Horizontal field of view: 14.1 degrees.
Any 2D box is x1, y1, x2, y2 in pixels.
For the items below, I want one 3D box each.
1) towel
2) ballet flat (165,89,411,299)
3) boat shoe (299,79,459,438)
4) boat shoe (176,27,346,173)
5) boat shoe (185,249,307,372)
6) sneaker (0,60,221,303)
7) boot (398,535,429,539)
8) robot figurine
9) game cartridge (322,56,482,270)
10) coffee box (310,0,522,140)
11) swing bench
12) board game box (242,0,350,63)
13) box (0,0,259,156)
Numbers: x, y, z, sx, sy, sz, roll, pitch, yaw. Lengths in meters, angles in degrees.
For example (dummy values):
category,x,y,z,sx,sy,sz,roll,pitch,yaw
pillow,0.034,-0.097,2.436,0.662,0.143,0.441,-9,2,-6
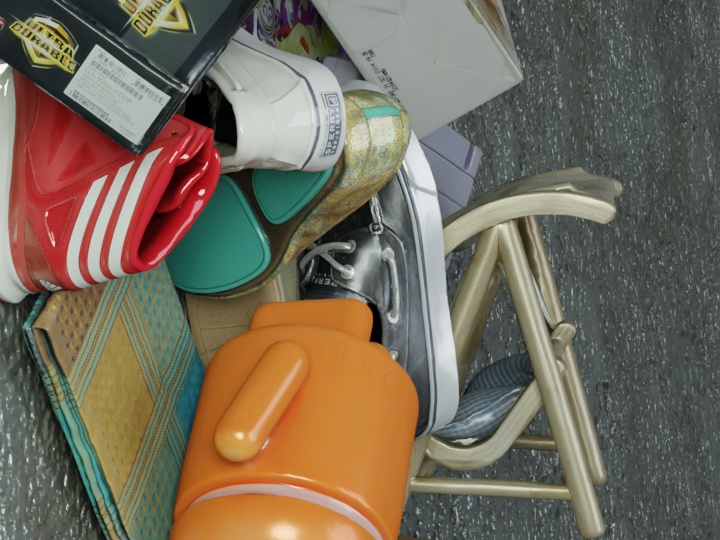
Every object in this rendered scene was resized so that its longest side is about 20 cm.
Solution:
category,x,y,z,sx,sy,sz,roll,pitch,yaw
towel,-0.115,0.060,1.461,0.147,0.022,0.200,-72,152,-49
ballet flat,-0.035,-0.038,1.486,0.071,0.200,0.071,12,64,-25
boat shoe,0.000,0.000,1.574,0.068,0.072,0.200,-20,109,-37
boat shoe,-0.084,-0.082,1.428,0.066,0.200,0.072,-7,109,-31
boat shoe,-0.064,-0.030,1.580,0.065,0.072,0.200,-58,142,-68
sneaker,-0.115,-0.083,1.375,0.078,0.115,0.200,39,50,-65
boot,0.003,0.214,1.685,0.200,0.075,0.074,-63,144,-55
robot figurine,-0.035,0.107,1.480,0.144,0.117,0.200,127,-21,-51
game cartridge,0.009,-0.041,1.778,0.200,0.038,0.130,30,79,-63
coffee box,0.025,-0.176,1.732,0.114,0.080,0.200,55,12,-26
swing bench,0.086,0.041,1.721,0.199,0.130,0.200,-35,127,-82
board game box,-0.035,-0.134,1.753,0.200,0.032,0.120,45,39,-61
box,-0.124,-0.151,1.340,0.159,0.046,0.200,36,31,-3
